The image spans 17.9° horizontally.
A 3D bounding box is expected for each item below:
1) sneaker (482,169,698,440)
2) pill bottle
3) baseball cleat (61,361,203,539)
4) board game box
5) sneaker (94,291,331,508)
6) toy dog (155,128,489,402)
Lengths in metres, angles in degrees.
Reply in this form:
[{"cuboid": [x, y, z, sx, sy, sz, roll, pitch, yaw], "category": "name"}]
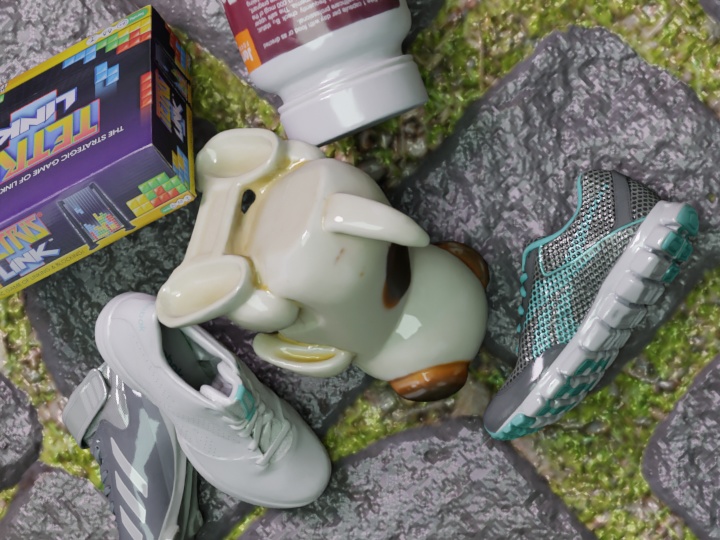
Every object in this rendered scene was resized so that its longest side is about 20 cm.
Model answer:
[{"cuboid": [0.135, 0.020, 1.503, 0.091, 0.078, 0.200, 40, 100, 22], "category": "sneaker"}, {"cuboid": [-0.035, -0.185, 1.486, 0.114, 0.114, 0.201, -21, 91, 15], "category": "pill bottle"}, {"cuboid": [-0.158, 0.143, 1.586, 0.106, 0.070, 0.201, 8, 89, 18], "category": "baseball cleat"}, {"cuboid": [-0.208, -0.071, 1.516, 0.199, 0.166, 0.057, -27, 126, 14], "category": "board game box"}, {"cuboid": [-0.087, 0.091, 1.513, 0.200, 0.088, 0.075, 42, 68, -22], "category": "sneaker"}, {"cuboid": [0.000, 0.000, 1.475, 0.193, 0.200, 0.140, -19, 52, 36], "category": "toy dog"}]
